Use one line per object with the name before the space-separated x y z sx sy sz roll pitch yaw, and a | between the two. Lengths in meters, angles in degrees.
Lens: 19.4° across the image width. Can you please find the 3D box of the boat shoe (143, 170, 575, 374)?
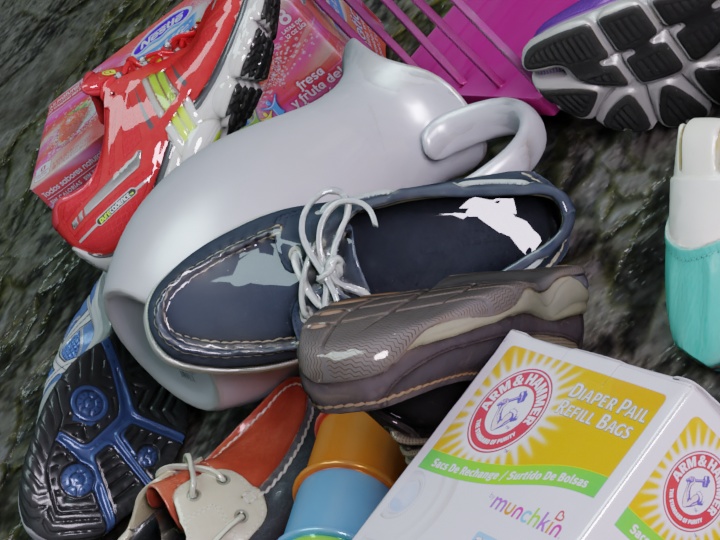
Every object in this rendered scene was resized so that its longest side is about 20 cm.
boat shoe | 0.000 0.000 0.945 0.200 0.075 0.062 -11 -4 -5

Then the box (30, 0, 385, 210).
box | -0.088 -0.098 1.246 0.200 0.095 0.103 -34 29 21

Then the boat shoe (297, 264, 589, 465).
boat shoe | 0.043 0.041 0.822 0.074 0.073 0.200 -5 3 30

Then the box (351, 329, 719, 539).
box | 0.054 0.133 0.729 0.200 0.101 0.112 -52 28 -12

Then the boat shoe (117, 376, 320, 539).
boat shoe | -0.079 0.123 0.970 0.200 0.063 0.071 -53 26 -16

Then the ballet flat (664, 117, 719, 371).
ballet flat | 0.164 -0.055 0.868 0.067 0.070 0.200 -3 49 52

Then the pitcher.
pitcher | -0.016 -0.023 1.031 0.200 0.121 0.172 -44 28 -23

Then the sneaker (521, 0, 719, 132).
sneaker | 0.168 -0.133 0.962 0.200 0.081 0.083 -25 40 17

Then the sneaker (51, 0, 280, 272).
sneaker | -0.103 -0.095 1.111 0.077 0.085 0.200 79 -144 -80

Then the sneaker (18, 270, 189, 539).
sneaker | -0.131 0.068 1.127 0.077 0.076 0.200 -49 16 51

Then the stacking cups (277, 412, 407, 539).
stacking cups | -0.011 0.116 0.899 0.060 0.061 0.200 -27 28 31

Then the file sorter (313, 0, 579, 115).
file sorter | 0.059 -0.176 1.090 0.139 0.125 0.200 -50 20 -10
